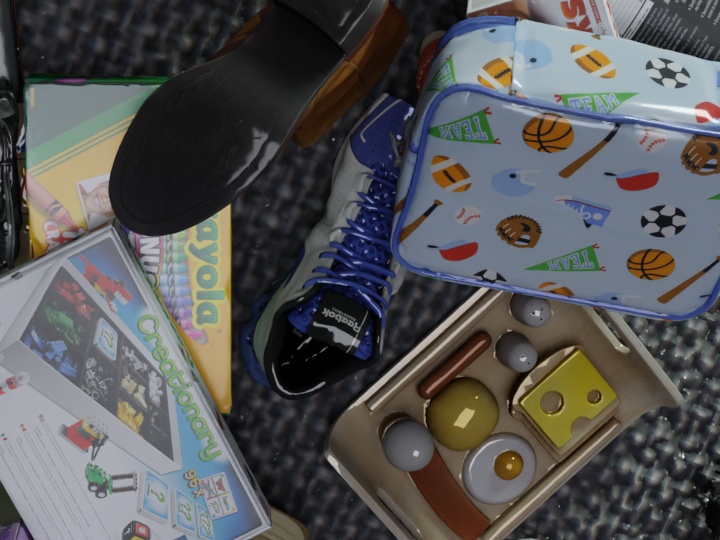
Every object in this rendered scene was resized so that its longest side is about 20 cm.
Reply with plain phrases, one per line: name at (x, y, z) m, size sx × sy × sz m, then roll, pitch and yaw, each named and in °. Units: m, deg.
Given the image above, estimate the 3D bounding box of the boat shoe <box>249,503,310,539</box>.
boat shoe at (-0.128, 0.155, 0.861) m, size 0.199 × 0.072 × 0.072 m, roll 29°, pitch 67°, yaw -19°

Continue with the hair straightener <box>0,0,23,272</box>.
hair straightener at (-0.215, -0.084, 0.795) m, size 0.041 × 0.077 × 0.202 m, roll 1°, pitch 98°, yaw -9°

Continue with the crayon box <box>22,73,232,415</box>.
crayon box at (-0.135, -0.015, 0.831) m, size 0.118 × 0.058 × 0.202 m, roll -1°, pitch 102°, yaw -7°

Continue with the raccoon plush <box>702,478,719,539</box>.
raccoon plush at (0.296, 0.206, 0.893) m, size 0.096 × 0.199 × 0.135 m, roll -19°, pitch 107°, yaw -36°

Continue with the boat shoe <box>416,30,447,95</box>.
boat shoe at (0.113, -0.076, 0.855) m, size 0.199 × 0.063 × 0.071 m, roll 32°, pitch 115°, yaw -26°

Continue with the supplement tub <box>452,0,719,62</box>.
supplement tub at (0.140, -0.168, 0.810) m, size 0.199 × 0.123 × 0.123 m, roll 27°, pitch 98°, yaw -12°

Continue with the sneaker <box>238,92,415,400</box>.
sneaker at (0.000, 0.001, 0.832) m, size 0.080 × 0.115 × 0.200 m, roll 29°, pitch 97°, yaw -14°

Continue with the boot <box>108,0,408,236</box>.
boot at (-0.049, -0.093, 0.767) m, size 0.068 × 0.200 × 0.189 m, roll 34°, pitch 92°, yaw 4°

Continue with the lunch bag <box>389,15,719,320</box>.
lunch bag at (0.112, -0.049, 0.756) m, size 0.198 × 0.076 × 0.161 m, roll 12°, pitch 137°, yaw -2°

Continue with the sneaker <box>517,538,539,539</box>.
sneaker at (0.061, 0.264, 0.900) m, size 0.073 × 0.114 × 0.200 m, roll 43°, pitch 95°, yaw -16°

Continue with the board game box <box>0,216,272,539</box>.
board game box at (-0.150, 0.087, 0.802) m, size 0.126 × 0.035 × 0.201 m, roll -26°, pitch 103°, yaw 0°

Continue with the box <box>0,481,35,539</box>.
box at (-0.273, 0.215, 0.809) m, size 0.199 × 0.176 × 0.097 m, roll -19°, pitch 104°, yaw -4°

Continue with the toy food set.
toy food set at (0.093, 0.098, 0.891) m, size 0.200 × 0.060 × 0.144 m, roll -41°, pitch 105°, yaw 0°

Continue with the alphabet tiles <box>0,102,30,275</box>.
alphabet tiles at (-0.214, -0.019, 0.853) m, size 0.198 × 0.008 × 0.169 m, roll -1°, pitch 103°, yaw -8°

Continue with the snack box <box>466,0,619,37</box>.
snack box at (0.125, -0.079, 0.792) m, size 0.071 × 0.024 × 0.201 m, roll -14°, pitch 128°, yaw 17°
